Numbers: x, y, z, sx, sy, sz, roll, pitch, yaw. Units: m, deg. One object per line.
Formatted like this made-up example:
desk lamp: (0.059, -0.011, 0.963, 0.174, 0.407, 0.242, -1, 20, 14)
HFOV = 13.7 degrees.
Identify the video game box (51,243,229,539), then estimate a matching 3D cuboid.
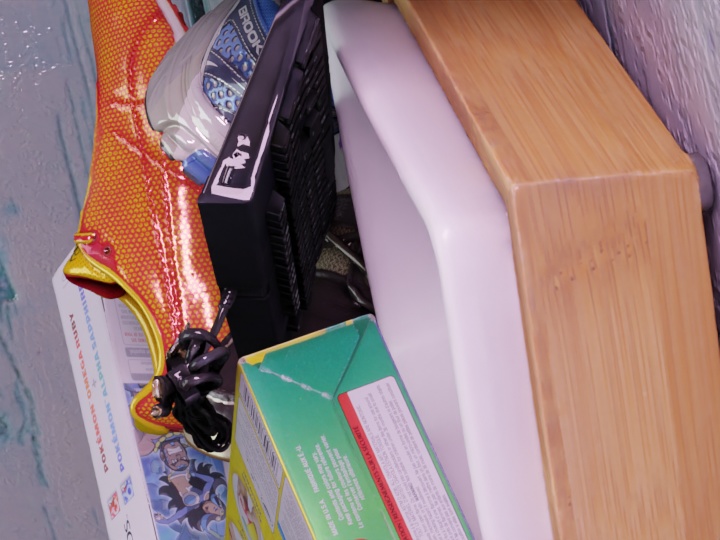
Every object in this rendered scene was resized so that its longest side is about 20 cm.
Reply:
video game box: (-0.028, 0.076, 1.357, 0.047, 0.199, 0.183, -49, 47, 43)

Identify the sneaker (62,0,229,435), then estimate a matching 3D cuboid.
sneaker: (-0.086, -0.034, 1.187, 0.073, 0.077, 0.201, 92, 165, -75)

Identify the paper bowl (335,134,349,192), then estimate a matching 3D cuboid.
paper bowl: (0.002, -0.015, 1.257, 0.201, 0.104, 0.201, 168, 90, -85)

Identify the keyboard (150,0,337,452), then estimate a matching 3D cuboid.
keyboard: (-0.029, -0.003, 0.891, 0.200, 0.021, 0.127, 82, -151, -76)

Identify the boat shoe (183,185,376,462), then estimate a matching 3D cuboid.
boat shoe: (0.000, 0.000, 1.052, 0.200, 0.073, 0.065, -44, -40, -50)

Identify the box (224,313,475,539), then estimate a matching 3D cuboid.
box: (-0.001, 0.110, 0.910, 0.200, 0.048, 0.118, 103, 146, -63)

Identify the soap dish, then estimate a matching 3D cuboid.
soap dish: (0.050, 0.002, 0.889, 0.200, 0.081, 0.158, -112, 10, -63)

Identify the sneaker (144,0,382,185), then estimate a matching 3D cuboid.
sneaker: (0.004, -0.107, 1.030, 0.085, 0.077, 0.200, -35, 22, 44)
